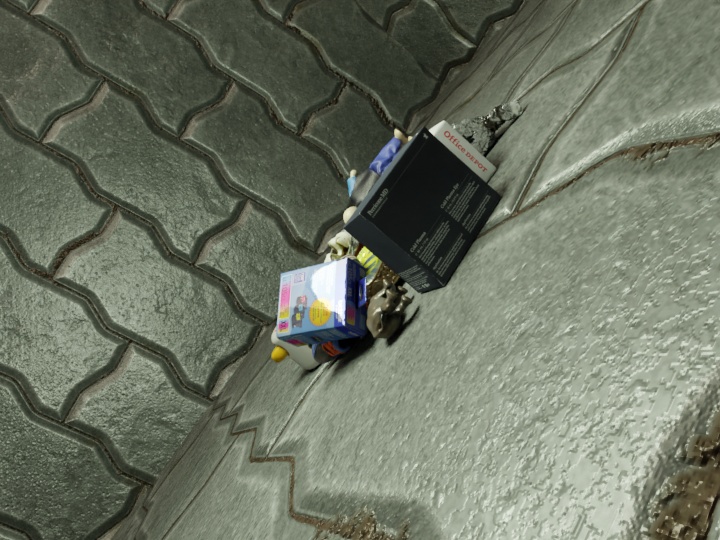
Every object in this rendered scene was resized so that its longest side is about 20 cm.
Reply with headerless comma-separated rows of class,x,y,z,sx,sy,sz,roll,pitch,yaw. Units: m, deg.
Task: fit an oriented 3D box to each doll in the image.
doll,0.035,-0.166,1.060,0.136,0.048,0.201,37,88,37

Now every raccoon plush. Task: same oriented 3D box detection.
raccoon plush,0.285,-0.318,1.329,0.197,0.098,0.134,-19,8,11

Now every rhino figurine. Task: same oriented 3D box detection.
rhino figurine,0.044,0.064,1.010,0.088,0.059,0.200,-62,4,9

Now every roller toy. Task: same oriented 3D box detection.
roller toy,-0.124,0.130,1.357,0.200,0.139,0.183,-45,10,37

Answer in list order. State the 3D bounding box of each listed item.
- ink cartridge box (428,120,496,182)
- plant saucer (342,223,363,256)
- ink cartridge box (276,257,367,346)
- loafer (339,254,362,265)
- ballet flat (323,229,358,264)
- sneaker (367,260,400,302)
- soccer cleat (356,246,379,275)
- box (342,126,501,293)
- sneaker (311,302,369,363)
ink cartridge box,0.144,-0.170,1.155,0.201,0.146,0.146,-52,9,-5
plant saucer,0.021,-0.084,1.363,0.199,0.032,0.203,-32,45,38
ink cartridge box,-0.062,0.060,1.082,0.197,0.076,0.139,-12,65,30
loafer,-0.060,0.054,1.189,0.201,0.072,0.063,-50,27,-9
ballet flat,-0.049,-0.037,1.324,0.072,0.071,0.203,-36,35,59
sneaker,0.042,0.029,1.192,0.201,0.067,0.090,-52,-5,23
soccer cleat,0.000,0.001,1.255,0.065,0.082,0.203,-88,17,-77
box,0.104,-0.100,0.961,0.201,0.182,0.104,-53,9,-18
sneaker,-0.044,0.137,1.145,0.200,0.075,0.079,-47,13,39
